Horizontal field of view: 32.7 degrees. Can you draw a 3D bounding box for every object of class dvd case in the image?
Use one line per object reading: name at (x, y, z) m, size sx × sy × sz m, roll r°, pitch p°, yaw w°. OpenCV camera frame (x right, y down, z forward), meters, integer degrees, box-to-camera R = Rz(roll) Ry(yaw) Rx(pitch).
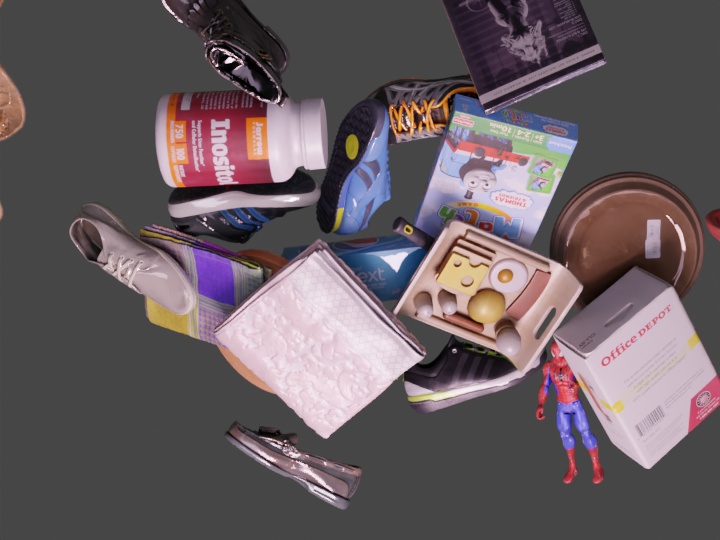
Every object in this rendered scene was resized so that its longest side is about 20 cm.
dvd case at (0.179, -0.296, 1.417) m, size 0.147 × 0.016 × 0.203 m, roll -22°, pitch 70°, yaw 9°

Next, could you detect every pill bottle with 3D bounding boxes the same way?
pill bottle at (-0.141, -0.162, 1.486) m, size 0.196 × 0.113 × 0.115 m, roll -3°, pitch 109°, yaw 4°

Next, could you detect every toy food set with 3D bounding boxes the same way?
toy food set at (0.150, 0.036, 1.486) m, size 0.198 × 0.061 × 0.145 m, roll 21°, pitch 117°, yaw -20°

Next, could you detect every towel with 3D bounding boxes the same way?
towel at (-0.197, 0.031, 1.551) m, size 0.198 × 0.023 × 0.146 m, roll 19°, pitch 121°, yaw 26°
towel at (-0.049, 0.088, 1.488) m, size 0.190 × 0.032 × 0.200 m, roll -39°, pitch 104°, yaw 25°

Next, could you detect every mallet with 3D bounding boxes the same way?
mallet at (0.116, -0.025, 1.513) m, size 0.199 × 0.041 × 0.066 m, roll 39°, pitch 78°, yaw -37°

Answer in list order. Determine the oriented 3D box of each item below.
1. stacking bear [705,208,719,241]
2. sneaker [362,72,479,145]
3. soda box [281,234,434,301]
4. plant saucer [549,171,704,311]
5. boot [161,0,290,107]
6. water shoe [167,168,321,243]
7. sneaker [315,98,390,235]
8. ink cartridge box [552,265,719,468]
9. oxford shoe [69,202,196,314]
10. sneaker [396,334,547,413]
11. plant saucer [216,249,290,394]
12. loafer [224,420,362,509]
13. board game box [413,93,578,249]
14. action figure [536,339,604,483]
stacking bear at (0.506, 0.028, 1.525) m, size 0.119 × 0.114 × 0.203 m, roll -10°, pitch 112°, yaw 6°
sneaker at (0.081, -0.194, 1.484) m, size 0.197 × 0.077 × 0.079 m, roll -15°, pitch 109°, yaw 9°
soda box at (0.000, 0.000, 1.559) m, size 0.197 × 0.064 × 0.069 m, roll -7°, pitch 109°, yaw 5°
plant saucer at (0.339, -0.024, 1.554) m, size 0.196 × 0.030 × 0.203 m, roll 1°, pitch 108°, yaw 3°
boot at (-0.157, -0.271, 1.418) m, size 0.199 × 0.174 × 0.070 m, roll 34°, pitch 107°, yaw -9°
water shoe at (-0.142, -0.078, 1.547) m, size 0.197 × 0.072 × 0.080 m, roll -3°, pitch 127°, yaw 11°
sneaker at (0.008, -0.127, 1.497) m, size 0.077 × 0.066 × 0.202 m, roll -4°, pitch 136°, yaw -27°
ink cartridge box at (0.349, 0.119, 1.527) m, size 0.145 × 0.083 × 0.201 m, roll -38°, pitch 119°, yaw -8°
oxford shoe at (-0.290, -0.008, 1.543) m, size 0.199 × 0.058 × 0.076 m, roll 39°, pitch 126°, yaw 10°
sneaker at (0.142, 0.120, 1.588) m, size 0.197 × 0.072 × 0.084 m, roll -19°, pitch 92°, yaw 2°
plant saucer at (-0.119, 0.071, 1.558) m, size 0.198 × 0.032 × 0.203 m, roll 17°, pitch 123°, yaw 27°
loafer at (-0.088, 0.248, 1.654) m, size 0.199 × 0.072 × 0.063 m, roll 33°, pitch 87°, yaw -15°
board game box at (0.159, -0.109, 1.483) m, size 0.149 × 0.037 × 0.201 m, roll 13°, pitch 137°, yaw -4°
action figure at (0.267, 0.193, 1.592) m, size 0.064 × 0.099 × 0.203 m, roll -6°, pitch 107°, yaw 27°
